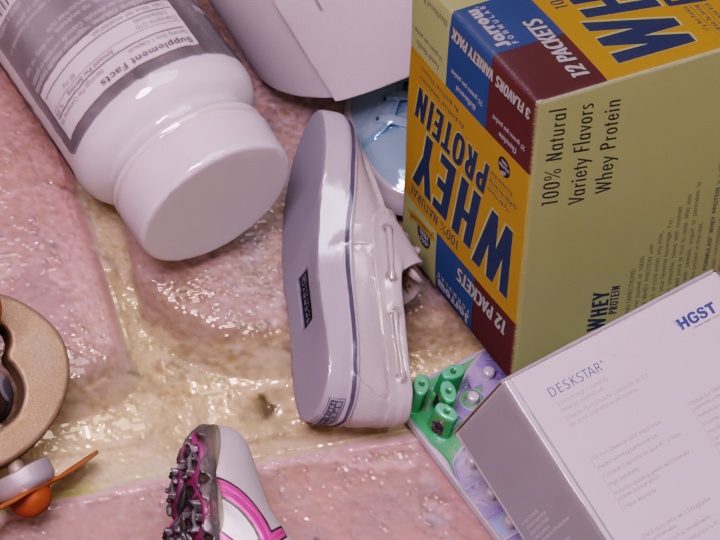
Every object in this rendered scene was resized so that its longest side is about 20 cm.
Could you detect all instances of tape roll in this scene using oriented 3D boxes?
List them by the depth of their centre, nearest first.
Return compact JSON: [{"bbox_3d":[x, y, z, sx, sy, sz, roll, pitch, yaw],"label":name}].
[{"bbox_3d":[-0.010,-0.219,1.465,0.203,0.139,0.203,-20,38,16],"label":"tape roll"}]

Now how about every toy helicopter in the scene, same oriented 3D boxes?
[{"bbox_3d":[-0.219,0.103,1.281,0.132,0.079,0.200,39,67,-11],"label":"toy helicopter"}]

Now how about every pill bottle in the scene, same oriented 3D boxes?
[{"bbox_3d":[-0.132,-0.110,1.419,0.114,0.114,0.200,-22,63,-28],"label":"pill bottle"}]

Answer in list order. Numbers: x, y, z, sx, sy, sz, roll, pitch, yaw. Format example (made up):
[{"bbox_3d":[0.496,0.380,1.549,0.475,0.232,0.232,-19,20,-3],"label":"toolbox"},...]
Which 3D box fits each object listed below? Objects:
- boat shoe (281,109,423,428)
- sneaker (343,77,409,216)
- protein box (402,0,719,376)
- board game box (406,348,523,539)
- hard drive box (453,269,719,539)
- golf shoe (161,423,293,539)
[{"bbox_3d":[0.000,0.000,1.415,0.070,0.071,0.200,10,53,-21],"label":"boat shoe"},{"bbox_3d":[0.032,-0.127,1.504,0.074,0.082,0.200,7,53,-8],"label":"sneaker"},{"bbox_3d":[0.143,-0.076,1.400,0.200,0.199,0.135,-17,44,-22],"label":"protein box"},{"bbox_3d":[0.154,0.102,1.403,0.200,0.026,0.200,-24,64,-29],"label":"board game box"},{"bbox_3d":[0.173,0.123,1.319,0.156,0.077,0.200,-25,75,-28],"label":"hard drive box"},{"bbox_3d":[-0.048,0.173,1.275,0.092,0.073,0.200,-2,65,-23],"label":"golf shoe"}]
